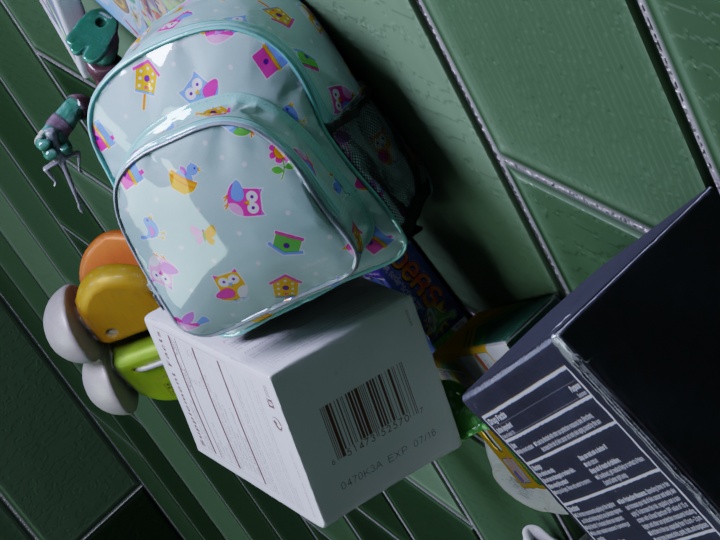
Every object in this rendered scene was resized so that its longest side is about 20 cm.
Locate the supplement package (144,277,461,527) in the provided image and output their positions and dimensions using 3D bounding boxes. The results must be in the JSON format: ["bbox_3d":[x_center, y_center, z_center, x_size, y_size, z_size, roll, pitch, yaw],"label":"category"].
[{"bbox_3d":[-0.042,0.073,1.407,0.200,0.116,0.118,21,136,59],"label":"supplement package"}]

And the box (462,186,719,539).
[{"bbox_3d":[0.178,0.085,1.072,0.199,0.123,0.200,47,164,1],"label":"box"}]

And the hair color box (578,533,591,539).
[{"bbox_3d":[0.174,0.219,1.469,0.065,0.109,0.200,46,166,9],"label":"hair color box"}]

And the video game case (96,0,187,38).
[{"bbox_3d":[-0.153,-0.206,1.409,0.182,0.022,0.200,42,165,23],"label":"video game case"}]

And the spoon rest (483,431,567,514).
[{"bbox_3d":[0.100,0.126,1.584,0.199,0.061,0.100,23,156,31],"label":"spoon rest"}]

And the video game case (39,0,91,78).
[{"bbox_3d":[-0.259,-0.262,1.578,0.183,0.023,0.200,58,171,19],"label":"video game case"}]

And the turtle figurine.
[{"bbox_3d":[-0.180,-0.122,1.618,0.200,0.148,0.101,105,160,-60],"label":"turtle figurine"}]

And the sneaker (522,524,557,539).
[{"bbox_3d":[0.181,0.261,1.654,0.200,0.075,0.089,23,140,62],"label":"sneaker"}]

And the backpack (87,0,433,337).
[{"bbox_3d":[-0.075,-0.070,1.302,0.201,0.175,0.153,61,-152,-12],"label":"backpack"}]

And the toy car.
[{"bbox_3d":[-0.221,0.042,2.149,0.151,0.174,0.201,-95,-19,-48],"label":"toy car"}]

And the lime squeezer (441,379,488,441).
[{"bbox_3d":[0.070,0.082,1.386,0.200,0.037,0.071,31,126,53],"label":"lime squeezer"}]

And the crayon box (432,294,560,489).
[{"bbox_3d":[0.121,0.085,1.394,0.126,0.052,0.200,50,165,-6],"label":"crayon box"}]

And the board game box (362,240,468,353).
[{"bbox_3d":[0.000,0.000,1.560,0.136,0.034,0.200,53,165,-16],"label":"board game box"}]
